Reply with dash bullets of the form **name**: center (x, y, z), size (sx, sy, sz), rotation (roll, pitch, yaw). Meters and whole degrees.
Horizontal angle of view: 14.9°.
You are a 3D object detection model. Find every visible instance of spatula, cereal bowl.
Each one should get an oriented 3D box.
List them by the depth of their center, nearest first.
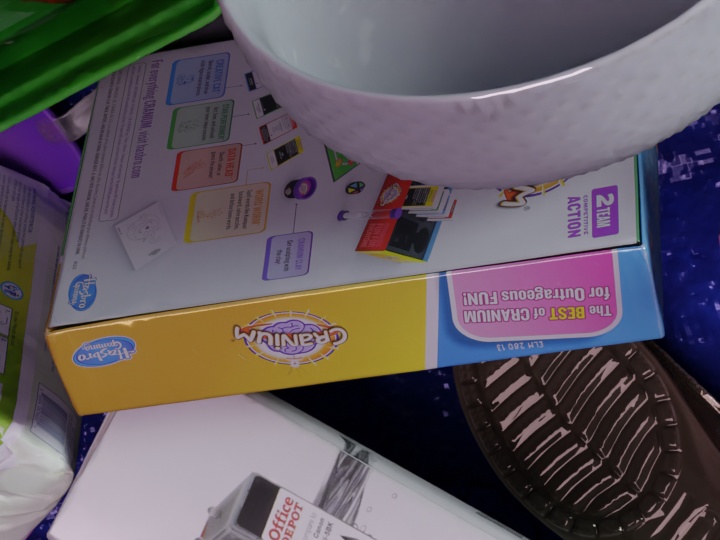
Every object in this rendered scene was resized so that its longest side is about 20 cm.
- **cereal bowl**: center (0.057, -0.100, 0.896), size (0.200, 0.200, 0.083), rotation (-9, 137, 17)
- **spatula**: center (-0.078, -0.073, 1.023), size (0.200, 0.021, 0.057), rotation (-25, 121, 19)

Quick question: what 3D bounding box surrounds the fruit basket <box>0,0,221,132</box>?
- **fruit basket**: center (-0.161, -0.110, 0.929), size (0.215, 0.216, 0.156), rotation (-26, 105, 22)

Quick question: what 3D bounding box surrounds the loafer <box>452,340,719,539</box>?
- **loafer**: center (0.113, 0.082, 1.013), size (0.076, 0.068, 0.200), rotation (-45, 76, 9)

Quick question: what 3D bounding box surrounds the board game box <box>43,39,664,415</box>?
- **board game box**: center (0.001, -0.028, 0.940), size (0.199, 0.153, 0.040), rotation (-8, 130, 12)

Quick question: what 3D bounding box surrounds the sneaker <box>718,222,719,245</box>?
- **sneaker**: center (0.188, 0.022, 0.876), size (0.095, 0.079, 0.200), rotation (-44, 114, 4)

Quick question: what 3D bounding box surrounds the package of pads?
- **package of pads**: center (-0.176, 0.071, 1.038), size (0.068, 0.155, 0.200), rotation (31, 121, -23)

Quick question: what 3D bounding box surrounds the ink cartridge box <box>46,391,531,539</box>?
- **ink cartridge box**: center (0.000, 0.110, 0.996), size (0.200, 0.147, 0.083), rotation (29, 88, 7)
